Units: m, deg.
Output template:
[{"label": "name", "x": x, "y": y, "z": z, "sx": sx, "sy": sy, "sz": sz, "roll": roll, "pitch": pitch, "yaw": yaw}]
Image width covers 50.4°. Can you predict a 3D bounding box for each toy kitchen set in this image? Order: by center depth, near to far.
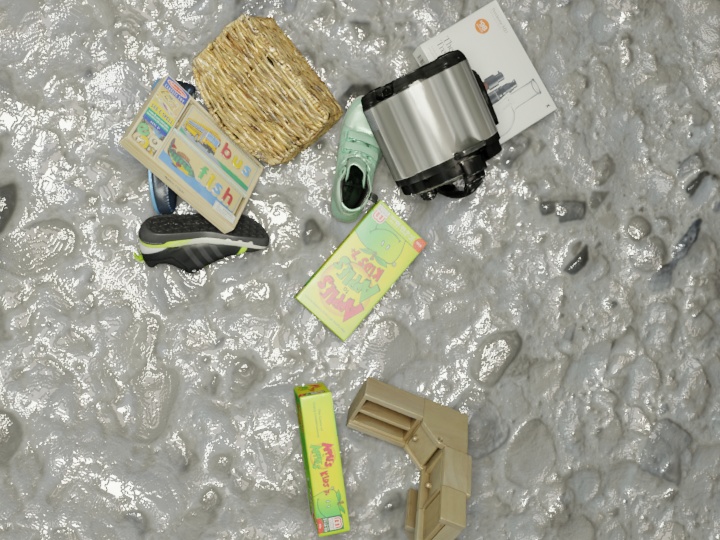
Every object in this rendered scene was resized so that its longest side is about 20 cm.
[{"label": "toy kitchen set", "x": 0.050, "y": 0.312, "z": 1.152, "sx": 0.179, "sy": 0.201, "sz": 0.164, "roll": 22, "pitch": 128, "yaw": -9}]

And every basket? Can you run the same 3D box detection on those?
[{"label": "basket", "x": -0.142, "y": -0.264, "z": 1.151, "sx": 0.142, "sy": 0.149, "sz": 0.200, "roll": -38, "pitch": 98, "yaw": 16}]

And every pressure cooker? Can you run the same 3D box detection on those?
[{"label": "pressure cooker", "x": 0.111, "y": -0.200, "z": 1.131, "sx": 0.177, "sy": 0.176, "sz": 0.201, "roll": -20, "pitch": 101, "yaw": 29}]

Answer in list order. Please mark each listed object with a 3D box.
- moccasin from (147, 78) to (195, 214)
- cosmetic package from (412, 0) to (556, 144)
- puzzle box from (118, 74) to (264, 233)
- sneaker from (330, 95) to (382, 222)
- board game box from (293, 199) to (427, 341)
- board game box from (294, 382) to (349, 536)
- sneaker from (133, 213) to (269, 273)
[{"label": "moccasin", "x": -0.274, "y": -0.184, "z": 1.129, "sx": 0.067, "sy": 0.080, "sz": 0.202, "roll": 1, "pitch": 91, "yaw": -3}, {"label": "cosmetic package", "x": 0.200, "y": -0.304, "z": 1.228, "sx": 0.150, "sy": 0.052, "sz": 0.201, "roll": -33, "pitch": 95, "yaw": -11}, {"label": "puzzle box", "x": -0.234, "y": -0.165, "z": 1.097, "sx": 0.200, "sy": 0.025, "sz": 0.134, "roll": 43, "pitch": 49, "yaw": -30}, {"label": "sneaker", "x": 0.004, "y": -0.175, "z": 1.159, "sx": 0.073, "sy": 0.118, "sz": 0.203, "roll": 10, "pitch": 87, "yaw": -8}, {"label": "board game box", "x": 0.000, "y": 0.000, "z": 1.193, "sx": 0.101, "sy": 0.048, "sz": 0.200, "roll": 42, "pitch": 83, "yaw": -8}, {"label": "board game box", "x": -0.059, "y": 0.278, "z": 1.148, "sx": 0.047, "sy": 0.102, "sz": 0.202, "roll": -8, "pitch": 91, "yaw": -10}, {"label": "sneaker", "x": -0.239, "y": -0.038, "z": 1.155, "sx": 0.198, "sy": 0.072, "sz": 0.083, "roll": 1, "pitch": 127, "yaw": -17}]
